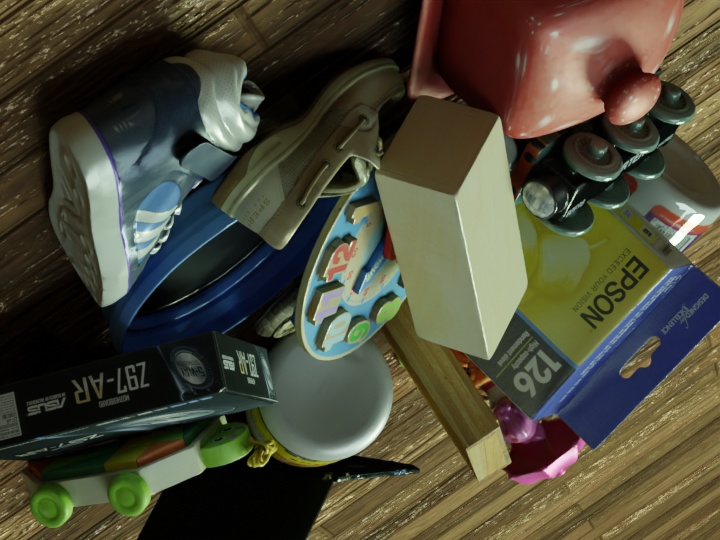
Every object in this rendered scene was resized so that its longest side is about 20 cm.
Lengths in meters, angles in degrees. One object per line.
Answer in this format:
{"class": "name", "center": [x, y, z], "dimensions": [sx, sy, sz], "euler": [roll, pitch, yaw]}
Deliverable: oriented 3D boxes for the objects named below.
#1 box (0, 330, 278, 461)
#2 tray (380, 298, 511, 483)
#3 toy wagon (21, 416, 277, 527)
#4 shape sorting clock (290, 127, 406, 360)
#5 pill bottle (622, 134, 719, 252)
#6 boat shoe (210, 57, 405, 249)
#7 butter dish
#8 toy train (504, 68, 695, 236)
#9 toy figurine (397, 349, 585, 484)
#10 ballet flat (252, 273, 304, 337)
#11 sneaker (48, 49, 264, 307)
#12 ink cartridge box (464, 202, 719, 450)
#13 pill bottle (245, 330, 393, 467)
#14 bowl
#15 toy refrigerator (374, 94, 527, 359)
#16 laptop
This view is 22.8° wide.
{"class": "box", "center": [-0.174, 0.093, 1.285], "dimensions": [0.198, 0.044, 0.160], "euler": [-14, 171, 8]}
{"class": "tray", "center": [0.053, 0.070, 1.457], "dimensions": [0.037, 0.201, 0.099], "euler": [-32, 156, -4]}
{"class": "toy wagon", "center": [-0.160, 0.140, 1.381], "dimensions": [0.198, 0.040, 0.155], "euler": [-11, -164, 22]}
{"class": "shape sorting clock", "center": [0.018, -0.021, 1.316], "dimensions": [0.200, 0.039, 0.201], "euler": [-41, 150, -30]}
{"class": "pill bottle", "center": [0.202, -0.023, 1.506], "dimensions": [0.111, 0.112, 0.200], "euler": [-1, 140, -50]}
{"class": "boat shoe", "center": [-0.020, -0.078, 1.195], "dimensions": [0.200, 0.065, 0.072], "euler": [-43, 173, -48]}
{"class": "butter dish", "center": [0.149, -0.163, 1.214], "dimensions": [0.199, 0.148, 0.200], "euler": [-25, 155, -19]}
{"class": "toy train", "center": [0.166, -0.105, 1.337], "dimensions": [0.200, 0.114, 0.086], "euler": [-34, 156, -41]}
{"class": "toy figurine", "center": [0.133, 0.107, 1.647], "dimensions": [0.150, 0.185, 0.200], "euler": [-38, 155, 9]}
{"class": "ballet flat", "center": [0.000, 0.000, 1.402], "dimensions": [0.199, 0.047, 0.067], "euler": [-35, 178, -28]}
{"class": "sneaker", "center": [-0.121, -0.063, 1.142], "dimensions": [0.146, 0.081, 0.200], "euler": [-29, 159, -19]}
{"class": "ink cartridge box", "center": [0.167, 0.025, 1.448], "dimensions": [0.047, 0.200, 0.198], "euler": [-31, 163, -54]}
{"class": "pill bottle", "center": [-0.039, 0.107, 1.480], "dimensions": [0.109, 0.110, 0.200], "euler": [-29, 177, -10]}
{"class": "bowl", "center": [-0.100, -0.010, 1.283], "dimensions": [0.200, 0.039, 0.201], "euler": [-35, 164, -12]}
{"class": "toy refrigerator", "center": [0.066, -0.028, 1.282], "dimensions": [0.076, 0.069, 0.201], "euler": [-60, 154, -27]}
{"class": "laptop", "center": [-0.076, 0.216, 1.577], "dimensions": [0.176, 0.104, 0.199], "euler": [5, -179, 37]}
